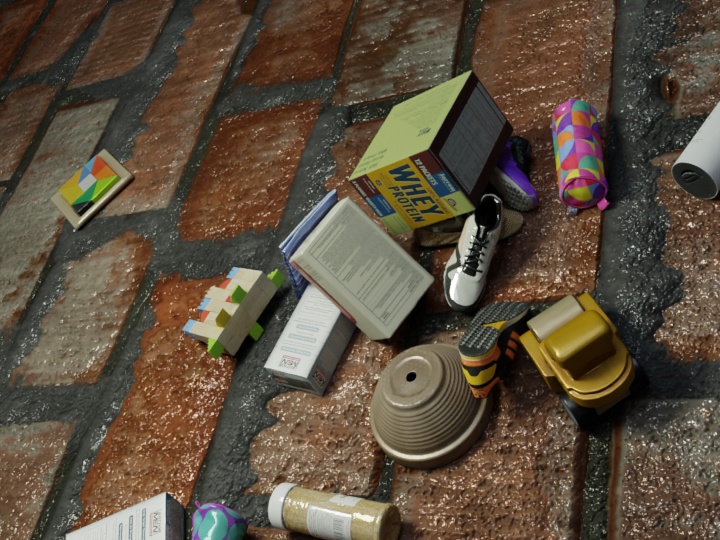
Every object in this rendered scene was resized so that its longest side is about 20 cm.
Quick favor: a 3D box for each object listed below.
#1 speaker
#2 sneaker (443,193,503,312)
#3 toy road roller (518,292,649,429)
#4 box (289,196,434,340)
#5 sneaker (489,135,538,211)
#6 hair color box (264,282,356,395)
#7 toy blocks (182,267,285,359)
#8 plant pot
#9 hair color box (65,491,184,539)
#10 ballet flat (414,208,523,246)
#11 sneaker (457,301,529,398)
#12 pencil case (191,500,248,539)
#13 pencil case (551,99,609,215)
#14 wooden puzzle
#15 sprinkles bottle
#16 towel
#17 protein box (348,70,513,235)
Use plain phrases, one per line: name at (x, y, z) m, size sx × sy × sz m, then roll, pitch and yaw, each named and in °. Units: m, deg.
speaker at (0.567, -0.209, 1.400) m, size 0.080 × 0.082 × 0.201 m, roll 25°, pitch 69°, yaw 43°
sneaker at (0.183, -0.033, 1.458) m, size 0.072 × 0.080 × 0.205 m, roll 15°, pitch 79°, yaw 3°
toy road roller at (0.301, 0.102, 1.253) m, size 0.121 × 0.147 × 0.201 m, roll -32°, pitch 43°, yaw 2°
box at (0.000, 0.000, 1.476) m, size 0.128 × 0.200 × 0.109 m, roll -49°, pitch 8°, yaw -15°
sneaker at (0.267, -0.188, 1.578) m, size 0.099 × 0.070 × 0.201 m, roll -35°, pitch 44°, yaw -3°
hair color box at (-0.072, 0.105, 1.548) m, size 0.097 × 0.061 × 0.202 m, roll 7°, pitch 57°, yaw 36°
toy blocks at (-0.246, 0.071, 1.675) m, size 0.135 × 0.100 × 0.202 m, roll 7°, pitch 58°, yaw 49°
plant pot at (0.093, 0.184, 1.354) m, size 0.197 × 0.093 × 0.204 m, roll -17°, pitch 47°, yaw 19°
hair color box at (-0.380, 0.446, 1.450) m, size 0.197 × 0.061 × 0.101 m, roll -25°, pitch 45°, yaw 12°
ballet flat at (0.178, -0.083, 1.547) m, size 0.196 × 0.066 × 0.072 m, roll -10°, pitch 44°, yaw 24°
sneaker at (0.202, 0.116, 1.350) m, size 0.069 × 0.092 × 0.200 m, roll 2°, pitch 22°, yaw 30°
pencil case at (-0.239, 0.454, 1.337) m, size 0.090 × 0.086 × 0.203 m, roll 16°, pitch 58°, yaw 7°
pencil case at (0.367, -0.193, 1.514) m, size 0.087 × 0.089 × 0.203 m, roll -13°, pitch 50°, yaw 22°
wooden puzzle at (-0.662, -0.206, 2.201) m, size 0.185 × 0.037 × 0.199 m, roll -45°, pitch 44°, yaw -9°
sprinkles bottle at (-0.039, 0.357, 1.307) m, size 0.196 × 0.069 × 0.069 m, roll 2°, pitch 54°, yaw 33°
towel at (-0.075, -0.039, 1.581) m, size 0.024 × 0.201 × 0.145 m, roll 35°, pitch 72°, yaw 20°
protein box at (0.121, -0.196, 1.530) m, size 0.196 × 0.135 × 0.202 m, roll -15°, pitch 36°, yaw 47°
